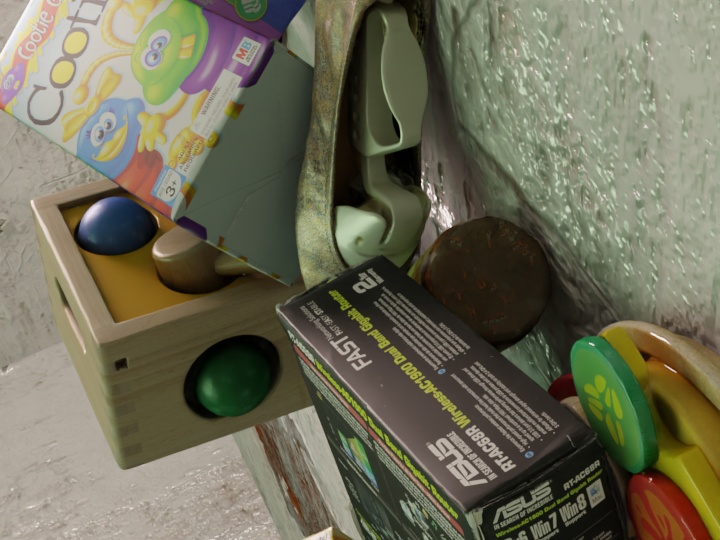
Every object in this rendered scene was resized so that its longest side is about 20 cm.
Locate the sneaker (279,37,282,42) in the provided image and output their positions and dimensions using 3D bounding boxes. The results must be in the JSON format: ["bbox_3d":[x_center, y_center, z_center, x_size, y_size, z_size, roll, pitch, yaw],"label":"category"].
[{"bbox_3d":[-0.109,-0.186,1.061,0.200,0.075,0.117,122,129,-64],"label":"sneaker"}]

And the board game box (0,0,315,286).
[{"bbox_3d":[-0.104,-0.090,0.759,0.199,0.106,0.103,30,180,40],"label":"board game box"}]

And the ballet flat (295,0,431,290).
[{"bbox_3d":[0.006,-0.056,0.678,0.067,0.067,0.203,28,126,52],"label":"ballet flat"}]

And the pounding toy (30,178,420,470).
[{"bbox_3d":[-0.085,0.008,0.833,0.200,0.182,0.144,-128,27,-46],"label":"pounding toy"}]

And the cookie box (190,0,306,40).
[{"bbox_3d":[-0.127,-0.217,0.834,0.170,0.076,0.200,32,-176,-24],"label":"cookie box"}]

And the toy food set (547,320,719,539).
[{"bbox_3d":[0.133,0.112,0.538,0.201,0.048,0.199,87,157,-61],"label":"toy food set"}]

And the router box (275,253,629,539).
[{"bbox_3d":[0.044,0.099,0.602,0.200,0.062,0.151,41,155,57],"label":"router box"}]

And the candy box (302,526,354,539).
[{"bbox_3d":[0.003,0.288,0.912,0.115,0.055,0.202,39,-147,-41],"label":"candy box"}]

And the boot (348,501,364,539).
[{"bbox_3d":[0.047,0.262,1.052,0.181,0.072,0.202,8,-124,-62],"label":"boot"}]

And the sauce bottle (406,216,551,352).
[{"bbox_3d":[0.048,0.023,0.723,0.200,0.065,0.067,116,130,-76],"label":"sauce bottle"}]
